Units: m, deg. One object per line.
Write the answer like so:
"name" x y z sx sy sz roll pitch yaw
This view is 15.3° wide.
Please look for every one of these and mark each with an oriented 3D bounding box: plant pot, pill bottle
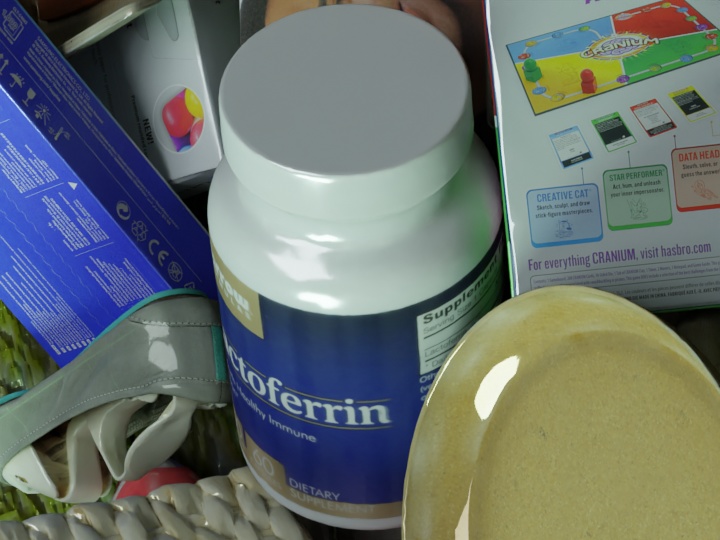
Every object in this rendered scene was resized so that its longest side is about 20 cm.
"plant pot" 0.086 0.104 0.960 0.200 0.027 0.200 7 98 52
"pill bottle" 0.000 0.000 1.056 0.116 0.116 0.200 35 148 32

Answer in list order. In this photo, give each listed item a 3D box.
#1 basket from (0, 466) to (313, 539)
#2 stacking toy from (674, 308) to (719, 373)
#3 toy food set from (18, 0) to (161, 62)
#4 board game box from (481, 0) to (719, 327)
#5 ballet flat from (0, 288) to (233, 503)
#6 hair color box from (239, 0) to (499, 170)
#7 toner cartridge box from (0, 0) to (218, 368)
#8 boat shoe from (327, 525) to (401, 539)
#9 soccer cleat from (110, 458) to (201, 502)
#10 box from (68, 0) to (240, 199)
"basket" -0.089 0.207 1.088 0.200 0.198 0.161 -125 32 -46
"stacking toy" 0.083 0.099 1.052 0.200 0.085 0.085 -36 71 25
"toy food set" -0.166 -0.181 1.210 0.143 0.060 0.200 -26 76 42
"board game box" 0.123 -0.086 0.999 0.153 0.040 0.200 -5 94 5
"ballet flat" -0.124 0.072 1.208 0.200 0.067 0.064 -33 65 45
"hair color box" 0.043 -0.091 1.105 0.200 0.061 0.102 1 94 39
"toner cartridge box" -0.148 -0.041 1.197 0.095 0.043 0.200 -16 123 39
"boat shoe" 0.023 0.167 1.136 0.072 0.059 0.200 -22 79 38
"soccer cleat" -0.106 0.181 1.249 0.076 0.067 0.200 -130 49 -60
"box" -0.140 -0.097 1.265 0.200 0.041 0.156 -19 81 39
